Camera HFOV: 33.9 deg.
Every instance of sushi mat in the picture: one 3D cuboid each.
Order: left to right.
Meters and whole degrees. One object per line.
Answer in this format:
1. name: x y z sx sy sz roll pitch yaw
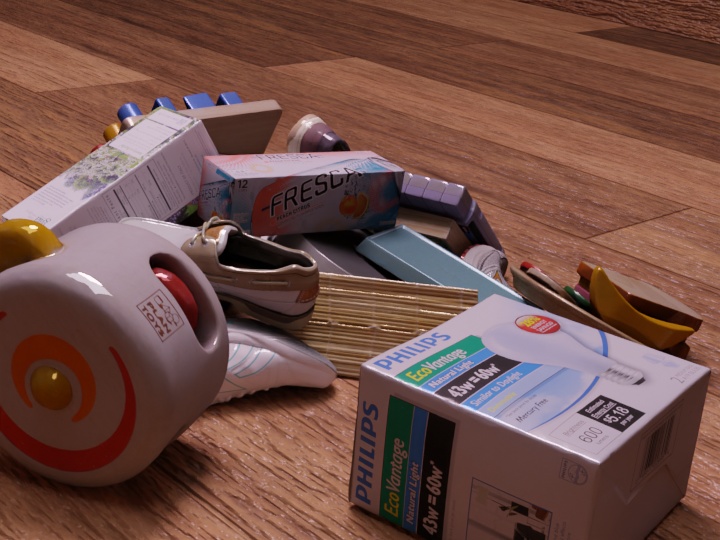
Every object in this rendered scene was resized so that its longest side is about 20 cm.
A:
1. sushi mat: 0.010 0.055 1.109 0.200 0.096 0.012 7 0 6

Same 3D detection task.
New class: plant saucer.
1. plant saucer: 0.089 0.008 1.157 0.200 0.019 0.070 32 36 33

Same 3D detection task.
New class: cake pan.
1. cake pan: 0.000 0.000 1.212 0.200 0.037 0.200 27 17 -9

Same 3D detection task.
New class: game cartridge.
1. game cartridge: 0.085 -0.050 1.315 0.130 0.038 0.200 20 -14 28

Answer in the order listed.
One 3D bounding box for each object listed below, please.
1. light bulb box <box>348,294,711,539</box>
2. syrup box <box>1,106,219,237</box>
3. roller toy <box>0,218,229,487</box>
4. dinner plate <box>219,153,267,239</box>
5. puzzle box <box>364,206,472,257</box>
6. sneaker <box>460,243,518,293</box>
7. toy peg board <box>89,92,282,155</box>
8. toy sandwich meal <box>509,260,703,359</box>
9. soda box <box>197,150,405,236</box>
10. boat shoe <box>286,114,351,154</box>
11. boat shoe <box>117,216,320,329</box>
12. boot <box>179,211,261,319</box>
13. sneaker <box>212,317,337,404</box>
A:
1. light bulb box: 0.129 0.126 0.905 0.200 0.125 0.198 20 26 32
2. syrup box: -0.232 -0.067 1.137 0.200 0.081 0.079 -41 38 -22
3. roller toy: -0.206 0.064 0.912 0.182 0.200 0.140 16 25 14
4. dinner plate: -0.116 -0.048 1.311 0.200 0.024 0.200 34 31 -24
5. puzzle box: 0.035 -0.037 1.322 0.200 0.025 0.133 15 -17 31
6. sneaker: 0.127 0.040 1.210 0.082 0.078 0.200 15 31 9
7. toy peg board: -0.225 -0.136 1.371 0.200 0.199 0.098 -14 57 -38
8. toy sandwich meal: 0.243 0.030 1.161 0.205 0.070 0.205 30 6 -4
9. soda box: -0.057 -0.077 1.169 0.200 0.064 0.068 -7 27 -34
10. boat shoe: -0.031 -0.097 1.386 0.072 0.200 0.065 -40 54 -18
11. boat shoe: -0.131 -0.014 1.074 0.200 0.068 0.075 17 40 -1
12. boot: -0.163 0.002 1.151 0.200 0.072 0.166 3 50 -39
13. sneaker: -0.117 0.082 1.056 0.200 0.080 0.070 16 6 -25
